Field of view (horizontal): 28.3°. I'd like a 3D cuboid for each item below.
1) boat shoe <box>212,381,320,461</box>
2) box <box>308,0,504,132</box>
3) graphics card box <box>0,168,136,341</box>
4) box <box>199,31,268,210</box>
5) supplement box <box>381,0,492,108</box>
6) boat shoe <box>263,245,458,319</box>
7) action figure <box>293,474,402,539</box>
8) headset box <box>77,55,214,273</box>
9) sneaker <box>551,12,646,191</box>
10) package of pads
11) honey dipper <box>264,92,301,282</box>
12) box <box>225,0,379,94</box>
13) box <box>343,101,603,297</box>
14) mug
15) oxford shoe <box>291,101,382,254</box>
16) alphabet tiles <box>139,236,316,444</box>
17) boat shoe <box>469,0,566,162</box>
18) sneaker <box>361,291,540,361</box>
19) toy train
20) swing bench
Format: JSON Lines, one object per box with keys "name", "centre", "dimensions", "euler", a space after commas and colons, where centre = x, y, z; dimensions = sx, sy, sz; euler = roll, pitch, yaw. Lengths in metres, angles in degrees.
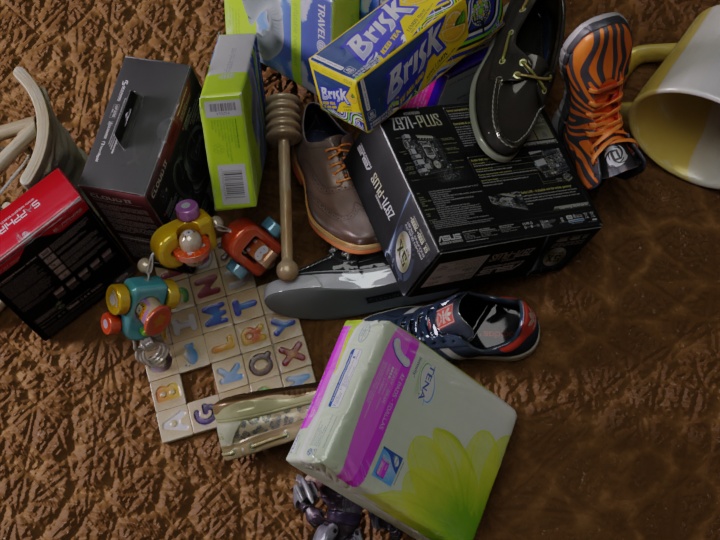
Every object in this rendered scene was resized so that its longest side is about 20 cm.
{"name": "boat shoe", "centre": [-0.043, 0.143, 1.401], "dimensions": [0.199, 0.073, 0.063], "euler": [-8, 92, 10]}
{"name": "box", "centre": [0.047, -0.220, 1.369], "dimensions": [0.070, 0.064, 0.200], "euler": [30, 59, 36]}
{"name": "graphics card box", "centre": [-0.307, -0.011, 1.420], "dimensions": [0.125, 0.200, 0.051], "euler": [-39, 69, -7]}
{"name": "box", "centre": [-0.125, -0.157, 1.443], "dimensions": [0.047, 0.122, 0.200], "euler": [-4, 28, 3]}
{"name": "supplement box", "centre": [0.046, -0.249, 1.501], "dimensions": [0.101, 0.103, 0.200], "euler": [-29, 66, -33]}
{"name": "boat shoe", "centre": [0.000, -0.001, 1.444], "dimensions": [0.199, 0.074, 0.068], "euler": [-11, 59, 11]}
{"name": "action figure", "centre": [-0.017, 0.248, 1.339], "dimensions": [0.130, 0.069, 0.201], "euler": [16, 80, -28]}
{"name": "headset box", "centre": [-0.204, -0.108, 1.439], "dimensions": [0.077, 0.200, 0.149], "euler": [9, 69, 15]}
{"name": "sneaker", "centre": [0.243, -0.153, 1.388], "dimensions": [0.077, 0.200, 0.112], "euler": [-17, 59, -7]}
{"name": "package of pads", "centre": [0.044, 0.150, 1.319], "dimensions": [0.068, 0.200, 0.155], "euler": [-6, 53, 52]}
{"name": "honey dipper", "centre": [-0.078, -0.083, 1.443], "dimensions": [0.038, 0.038, 0.201], "euler": [-4, 69, 6]}
{"name": "box", "centre": [-0.064, -0.260, 1.492], "dimensions": [0.048, 0.122, 0.200], "euler": [-29, 46, -33]}
{"name": "box", "centre": [0.110, -0.076, 1.404], "dimensions": [0.199, 0.086, 0.164], "euler": [-10, 64, -30]}
{"name": "mug", "centre": [0.351, -0.195, 1.438], "dimensions": [0.186, 0.150, 0.153], "euler": [26, 66, 9]}
{"name": "oxford shoe", "centre": [-0.026, -0.093, 1.446], "dimensions": [0.071, 0.073, 0.200], "euler": [-15, 45, -18]}
{"name": "alphabet tiles", "centre": [-0.146, 0.062, 1.474], "dimensions": [0.167, 0.008, 0.201], "euler": [-17, 68, 1]}
{"name": "boat shoe", "centre": [0.158, -0.199, 1.403], "dimensions": [0.072, 0.061, 0.202], "euler": [28, 56, -22]}
{"name": "sneaker", "centre": [0.076, 0.056, 1.405], "dimensions": [0.199, 0.085, 0.075], "euler": [-9, 68, 4]}
{"name": "toy train", "centre": [-0.159, 0.015, 1.415], "dimensions": [0.200, 0.150, 0.056], "euler": [-47, 48, -4]}
{"name": "swing bench", "centre": [-0.363, -0.069, 1.451], "dimensions": [0.200, 0.199, 0.130], "euler": [-32, 69, -5]}
